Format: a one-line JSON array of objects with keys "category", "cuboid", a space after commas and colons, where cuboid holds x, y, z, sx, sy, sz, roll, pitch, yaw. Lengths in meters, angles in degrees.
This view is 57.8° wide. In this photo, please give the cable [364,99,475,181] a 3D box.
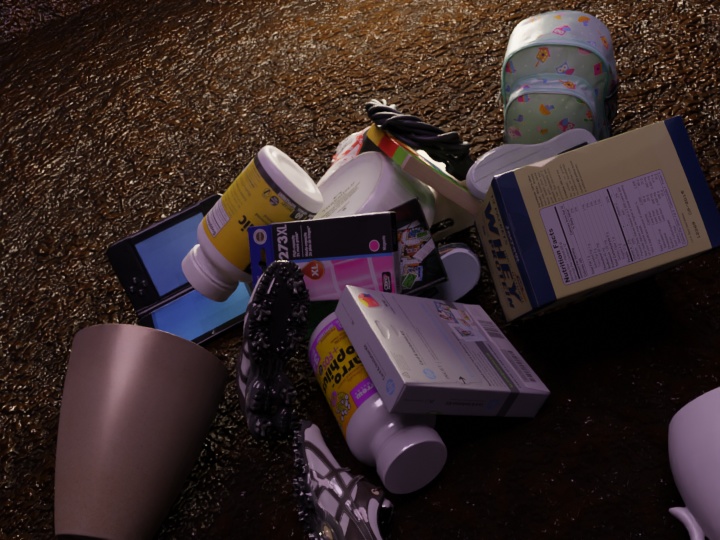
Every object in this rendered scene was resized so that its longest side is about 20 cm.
[{"category": "cable", "cuboid": [0.079, -0.189, 0.883, 0.162, 0.199, 0.051, 40, 105, 24]}]

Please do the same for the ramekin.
[{"category": "ramekin", "cuboid": [0.000, -0.071, 0.896, 0.200, 0.094, 0.205, -33, 32, 24]}]

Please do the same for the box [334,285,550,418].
[{"category": "box", "cuboid": [0.087, 0.087, 0.702, 0.196, 0.042, 0.157, 11, 29, -33]}]

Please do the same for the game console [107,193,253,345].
[{"category": "game console", "cuboid": [-0.249, 0.008, 0.950, 0.196, 0.174, 0.118, -27, 15, -11]}]

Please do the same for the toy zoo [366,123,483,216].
[{"category": "toy zoo", "cuboid": [0.080, -0.142, 0.877, 0.021, 0.129, 0.201, -55, 27, 13]}]

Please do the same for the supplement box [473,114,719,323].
[{"category": "supplement box", "cuboid": [0.246, -0.043, 0.722, 0.194, 0.200, 0.138, -17, 80, 1]}]

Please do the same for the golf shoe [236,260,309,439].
[{"category": "golf shoe", "cuboid": [-0.114, 0.086, 0.757, 0.076, 0.206, 0.094, 5, 7, -32]}]

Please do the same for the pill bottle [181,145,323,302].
[{"category": "pill bottle", "cuboid": [-0.150, -0.057, 0.878, 0.200, 0.110, 0.112, -46, 38, 15]}]

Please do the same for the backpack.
[{"category": "backpack", "cuboid": [0.292, -0.269, 0.972, 0.171, 0.203, 0.155, 8, 47, 26]}]

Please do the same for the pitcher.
[{"category": "pitcher", "cuboid": [0.315, 0.210, 0.527, 0.169, 0.121, 0.203, -28, 51, 13]}]

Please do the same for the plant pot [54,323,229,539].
[{"category": "plant pot", "cuboid": [-0.258, 0.194, 0.720, 0.182, 0.189, 0.205, -3, 57, 17]}]

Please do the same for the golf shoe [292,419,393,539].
[{"category": "golf shoe", "cuboid": [-0.018, 0.235, 0.659, 0.092, 0.079, 0.202, -7, 41, -14]}]

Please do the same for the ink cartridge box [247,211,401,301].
[{"category": "ink cartridge box", "cuboid": [-0.050, -0.013, 0.780, 0.194, 0.098, 0.037, -4, 3, 19]}]

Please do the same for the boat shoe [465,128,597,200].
[{"category": "boat shoe", "cuboid": [0.218, -0.124, 0.836, 0.195, 0.062, 0.073, -18, 71, -19]}]

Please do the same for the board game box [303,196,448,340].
[{"category": "board game box", "cuboid": [0.000, 0.000, 0.794, 0.196, 0.107, 0.023, -22, -3, 16]}]

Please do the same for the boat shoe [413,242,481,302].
[{"category": "boat shoe", "cuboid": [0.067, 0.035, 0.842, 0.197, 0.072, 0.091, -31, 5, 11]}]

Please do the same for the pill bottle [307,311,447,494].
[{"category": "pill bottle", "cuboid": [0.017, 0.138, 0.713, 0.102, 0.106, 0.201, -26, 41, -9]}]

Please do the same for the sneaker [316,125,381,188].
[{"category": "sneaker", "cuboid": [-0.030, -0.151, 1.080, 0.203, 0.067, 0.108, -52, 19, -7]}]

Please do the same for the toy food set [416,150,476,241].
[{"category": "toy food set", "cuboid": [0.105, -0.120, 1.002, 0.140, 0.061, 0.203, -24, 39, 13]}]
